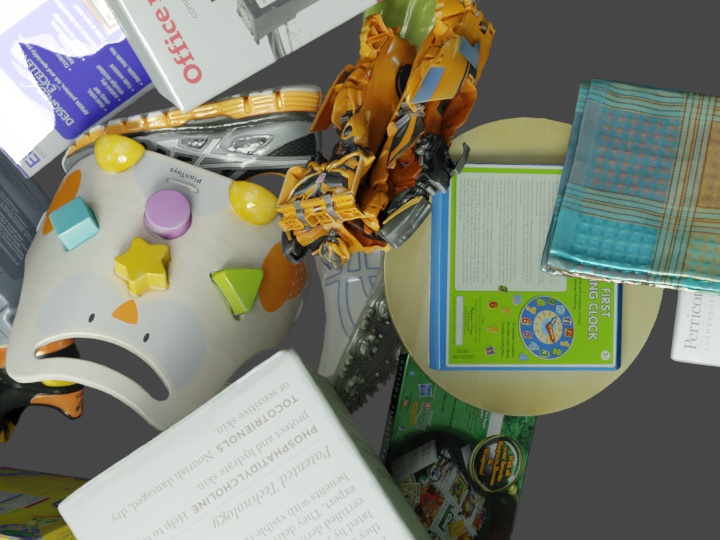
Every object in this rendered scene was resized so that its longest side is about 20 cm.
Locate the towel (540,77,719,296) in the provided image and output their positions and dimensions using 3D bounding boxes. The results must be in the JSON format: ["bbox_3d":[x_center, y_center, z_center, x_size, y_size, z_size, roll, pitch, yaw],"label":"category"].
[{"bbox_3d":[0.225,-0.051,0.926,0.199,0.022,0.147,9,65,14],"label":"towel"}]

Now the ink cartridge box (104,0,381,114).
[{"bbox_3d":[-0.076,-0.217,0.974,0.200,0.083,0.146,-31,112,-5],"label":"ink cartridge box"}]

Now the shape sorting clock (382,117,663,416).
[{"bbox_3d":[0.111,-0.002,0.981,0.199,0.039,0.201,0,91,-9],"label":"shape sorting clock"}]

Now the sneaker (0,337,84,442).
[{"bbox_3d":[-0.300,0.092,1.091,0.199,0.070,0.090,-12,97,16],"label":"sneaker"}]

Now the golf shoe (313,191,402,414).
[{"bbox_3d":[0.000,0.000,1.029,0.097,0.078,0.201,21,90,29],"label":"golf shoe"}]

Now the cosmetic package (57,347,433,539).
[{"bbox_3d":[-0.044,0.182,0.880,0.166,0.167,0.200,-34,78,-1],"label":"cosmetic package"}]

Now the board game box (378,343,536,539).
[{"bbox_3d":[0.066,0.127,1.009,0.104,0.023,0.201,11,93,-12],"label":"board game box"}]

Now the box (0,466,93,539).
[{"bbox_3d":[-0.249,0.254,1.015,0.122,0.200,0.193,6,93,12],"label":"box"}]

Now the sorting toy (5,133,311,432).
[{"bbox_3d":[-0.147,0.019,0.978,0.199,0.107,0.180,19,55,2],"label":"sorting toy"}]

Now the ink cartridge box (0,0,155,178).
[{"bbox_3d":[-0.222,-0.197,1.026,0.200,0.043,0.198,-34,118,8],"label":"ink cartridge box"}]

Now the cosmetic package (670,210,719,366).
[{"bbox_3d":[0.309,0.021,0.947,0.199,0.071,0.102,6,93,13],"label":"cosmetic package"}]

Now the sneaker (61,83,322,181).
[{"bbox_3d":[-0.120,-0.082,1.044,0.199,0.078,0.078,-8,100,15],"label":"sneaker"}]

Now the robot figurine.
[{"bbox_3d":[0.011,-0.089,0.956,0.145,0.058,0.200,-9,46,45],"label":"robot figurine"}]

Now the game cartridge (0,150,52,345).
[{"bbox_3d":[-0.280,-0.044,1.048,0.040,0.133,0.200,-40,88,28],"label":"game cartridge"}]
